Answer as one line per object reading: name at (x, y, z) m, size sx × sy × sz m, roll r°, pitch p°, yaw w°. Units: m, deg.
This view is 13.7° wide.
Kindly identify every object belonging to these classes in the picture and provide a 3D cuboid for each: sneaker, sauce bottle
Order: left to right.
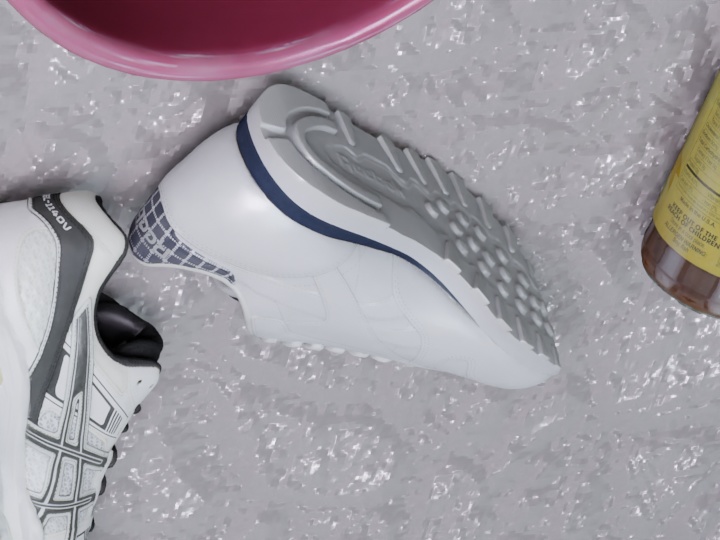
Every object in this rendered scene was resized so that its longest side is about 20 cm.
sneaker at (-0.109, 0.056, 1.105) m, size 0.088 × 0.076 × 0.200 m, roll -21°, pitch 136°, yaw -16°
sneaker at (0.000, 0.000, 1.140) m, size 0.080 × 0.076 × 0.200 m, roll -39°, pitch 134°, yaw 20°
sauce bottle at (0.175, -0.075, 1.181) m, size 0.065 × 0.065 × 0.200 m, roll 2°, pitch 126°, yaw -34°

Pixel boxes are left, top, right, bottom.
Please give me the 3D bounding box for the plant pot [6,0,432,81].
plant pot at (-0.053, -0.183, 0.851) m, size 0.200 × 0.179 × 0.200 m, roll -18°, pitch 134°, yaw -19°
